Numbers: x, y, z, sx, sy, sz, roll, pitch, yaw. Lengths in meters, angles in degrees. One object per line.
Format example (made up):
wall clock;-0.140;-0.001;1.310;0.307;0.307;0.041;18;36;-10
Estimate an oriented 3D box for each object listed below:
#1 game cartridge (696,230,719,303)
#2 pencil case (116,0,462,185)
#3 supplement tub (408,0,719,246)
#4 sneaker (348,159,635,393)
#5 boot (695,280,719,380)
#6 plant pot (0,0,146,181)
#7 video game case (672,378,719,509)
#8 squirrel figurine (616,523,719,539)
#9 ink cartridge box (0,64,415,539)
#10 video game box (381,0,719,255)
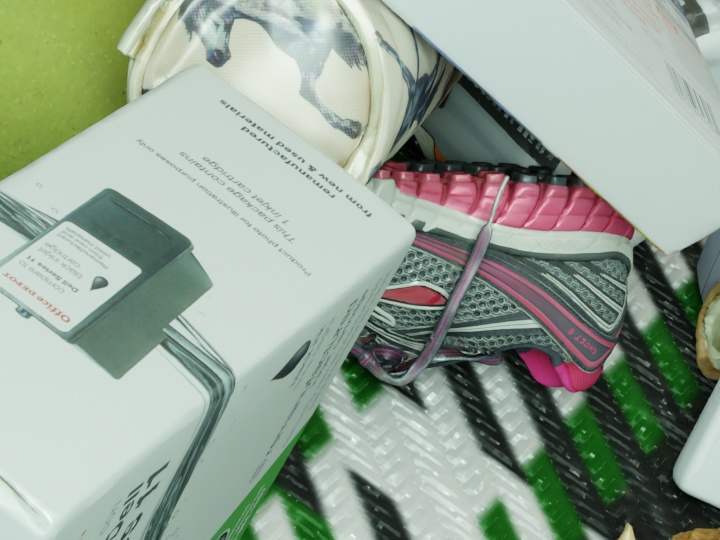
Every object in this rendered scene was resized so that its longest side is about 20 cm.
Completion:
game cartridge;0.217;-0.037;1.102;0.133;0.200;0.042;8;51;-30
pencil case;-0.018;-0.070;0.927;0.089;0.078;0.200;24;14;3
supplement tub;0.047;-0.106;1.132;0.122;0.123;0.200;-10;48;-47
sneaker;0.000;0.000;0.990;0.199;0.075;0.081;4;5;-18
boot;0.249;0.026;1.080;0.199;0.175;0.066;19;54;-22
plant pot;-0.155;-0.102;0.921;0.200;0.187;0.187;45;27;-17
video game case;0.231;0.024;1.026;0.181;0.201;0.023;25;11;-8
squirrel figurine;0.126;0.155;0.838;0.199;0.142;0.187;24;38;19
ink cartridge box;-0.086;0.051;0.766;0.083;0.147;0.200;37;32;10
video game box;0.043;-0.121;0.954;0.200;0.047;0.183;37;30;-51
